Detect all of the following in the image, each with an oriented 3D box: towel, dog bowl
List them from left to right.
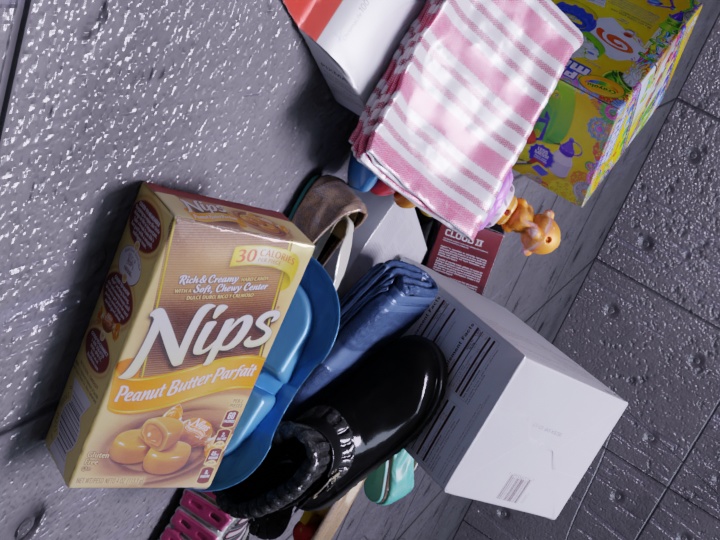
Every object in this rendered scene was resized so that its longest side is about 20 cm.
[{"bbox_3d":[-0.094,0.075,0.800,0.202,0.110,0.050,-58,176,-5],"label":"dog bowl"},{"bbox_3d":[-0.018,0.071,0.940,0.200,0.049,0.111,-47,160,14],"label":"towel"},{"bbox_3d":[0.090,-0.142,0.800,0.145,0.030,0.202,31,87,-34],"label":"towel"}]

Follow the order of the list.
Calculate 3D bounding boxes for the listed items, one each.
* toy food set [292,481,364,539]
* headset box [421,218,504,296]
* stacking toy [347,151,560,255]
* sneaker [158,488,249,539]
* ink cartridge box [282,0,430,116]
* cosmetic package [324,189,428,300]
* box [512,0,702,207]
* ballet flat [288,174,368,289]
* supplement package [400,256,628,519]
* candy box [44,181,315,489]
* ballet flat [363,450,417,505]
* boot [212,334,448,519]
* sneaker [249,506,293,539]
[{"bbox_3d":[-0.019,0.225,1.154,0.200,0.048,0.200,-63,176,32],"label":"toy food set"},{"bbox_3d":[0.108,-0.002,1.186,0.149,0.076,0.203,-73,180,-69],"label":"headset box"},{"bbox_3d":[0.093,-0.077,0.884,0.117,0.198,0.110,-58,-169,4],"label":"stacking toy"},{"bbox_3d":[-0.134,0.230,0.991,0.202,0.073,0.087,-58,167,-1],"label":"sneaker"},{"bbox_3d":[0.019,-0.218,0.740,0.164,0.057,0.200,-58,167,-6],"label":"ink cartridge box"},{"bbox_3d":[0.000,0.000,1.025,0.152,0.051,0.200,-58,162,-11],"label":"cosmetic package"},{"bbox_3d":[0.180,-0.202,0.960,0.193,0.198,0.123,-46,159,-34],"label":"box"},{"bbox_3d":[-0.058,0.015,0.861,0.202,0.067,0.068,-60,163,1],"label":"ballet flat"},{"bbox_3d":[0.118,0.119,1.020,0.190,0.200,0.148,25,101,-42],"label":"supplement package"},{"bbox_3d":[-0.123,0.050,0.687,0.114,0.055,0.202,10,113,-42],"label":"candy box"},{"bbox_3d":[0.047,0.188,1.249,0.070,0.067,0.204,-5,107,-40],"label":"ballet flat"},{"bbox_3d":[-0.021,0.135,0.880,0.212,0.079,0.158,-49,154,5],"label":"boot"},{"bbox_3d":[-0.073,0.194,1.130,0.202,0.075,0.088,-62,177,19],"label":"sneaker"}]
